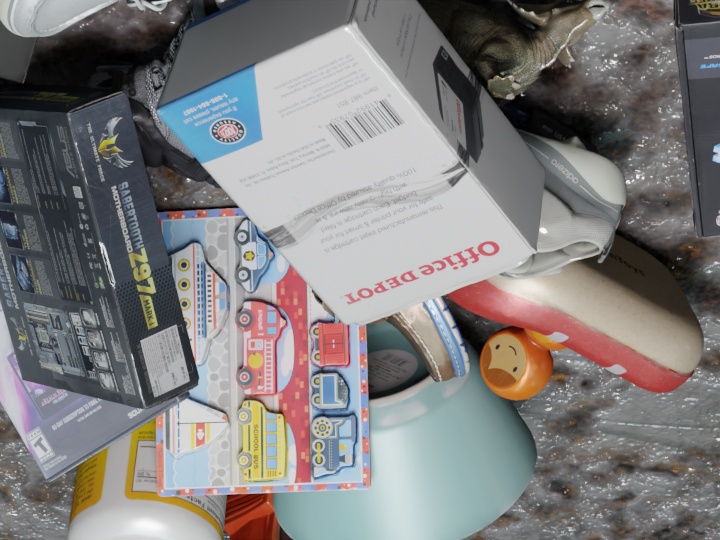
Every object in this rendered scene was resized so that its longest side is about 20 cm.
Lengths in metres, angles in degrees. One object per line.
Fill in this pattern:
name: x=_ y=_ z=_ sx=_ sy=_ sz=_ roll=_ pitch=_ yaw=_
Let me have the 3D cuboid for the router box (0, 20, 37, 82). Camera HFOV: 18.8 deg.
router box: x=-0.281 y=-0.208 z=1.322 sx=0.199 sy=0.052 sz=0.158 roll=14 pitch=137 yaw=-13

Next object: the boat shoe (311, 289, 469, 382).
boat shoe: x=0.000 y=0.000 z=1.481 sx=0.072 sy=0.072 sz=0.201 roll=-34 pitch=98 yaw=-3

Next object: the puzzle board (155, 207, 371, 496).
puzzle board: x=-0.070 y=0.054 z=1.515 sx=0.150 sy=0.201 sz=0.017 roll=-3 pitch=170 yaw=5

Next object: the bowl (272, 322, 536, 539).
bowl: x=0.022 y=0.107 z=1.585 sx=0.200 sy=0.201 sz=0.106 roll=-8 pitch=118 yaw=12

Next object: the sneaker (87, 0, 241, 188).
sneaker: x=-0.119 y=-0.127 z=1.390 sx=0.113 sy=0.076 sz=0.201 roll=3 pitch=138 yaw=0

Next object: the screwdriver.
screwdriver: x=0.074 y=-0.114 z=1.435 sx=0.199 sy=0.028 sz=0.029 roll=25 pitch=105 yaw=-21

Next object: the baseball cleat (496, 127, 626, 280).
baseball cleat: x=0.071 y=-0.056 z=1.409 sx=0.199 sy=0.107 sz=0.070 roll=14 pitch=148 yaw=9

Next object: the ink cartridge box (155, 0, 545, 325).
ink cartridge box: x=-0.001 y=-0.077 z=1.305 sx=0.145 sy=0.084 sz=0.200 roll=-21 pitch=127 yaw=29

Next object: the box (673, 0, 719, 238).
box: x=0.308 y=-0.110 z=1.413 sx=0.199 sy=0.050 sz=0.199 roll=-5 pitch=137 yaw=9

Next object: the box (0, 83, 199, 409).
box: x=-0.187 y=-0.018 z=1.412 sx=0.157 sy=0.051 sz=0.201 roll=7 pitch=114 yaw=50

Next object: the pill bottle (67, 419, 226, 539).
pill bottle: x=-0.152 y=0.165 z=1.575 sx=0.112 sy=0.201 sz=0.113 roll=1 pitch=141 yaw=1

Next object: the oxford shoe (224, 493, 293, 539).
oxford shoe: x=-0.069 y=0.240 z=1.709 sx=0.071 sy=0.201 sz=0.072 roll=-24 pitch=135 yaw=33

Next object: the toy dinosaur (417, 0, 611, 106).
toy dinosaur: x=0.058 y=-0.137 z=1.365 sx=0.199 sy=0.103 sz=0.077 roll=3 pitch=135 yaw=11

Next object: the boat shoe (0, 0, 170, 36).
boat shoe: x=-0.127 y=-0.193 z=1.272 sx=0.200 sy=0.072 sz=0.070 roll=-38 pitch=157 yaw=12

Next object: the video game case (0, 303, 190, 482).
video game case: x=-0.220 y=0.033 z=1.526 sx=0.143 sy=0.019 sz=0.201 roll=-31 pitch=90 yaw=33

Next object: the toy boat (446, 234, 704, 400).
toy boat: x=0.130 y=0.035 z=1.507 sx=0.199 sy=0.131 sz=0.131 roll=28 pitch=113 yaw=-25
